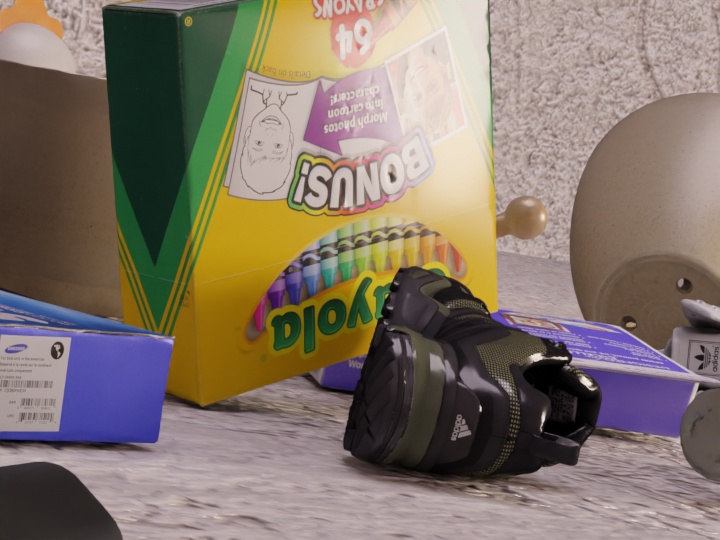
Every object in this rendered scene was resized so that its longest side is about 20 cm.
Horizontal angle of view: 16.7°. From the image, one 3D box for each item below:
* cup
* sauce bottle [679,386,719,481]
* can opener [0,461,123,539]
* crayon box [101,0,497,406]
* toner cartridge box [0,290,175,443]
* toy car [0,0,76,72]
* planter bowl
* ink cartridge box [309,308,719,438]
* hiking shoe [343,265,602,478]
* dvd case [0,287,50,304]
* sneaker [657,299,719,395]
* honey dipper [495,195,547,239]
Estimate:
[{"bbox_3d":[0.220,0.002,1.617,0.199,0.201,0.143,11,30,17],"label":"cup"},{"bbox_3d":[0.212,0.078,1.119,0.064,0.065,0.199,13,6,37],"label":"sauce bottle"},{"bbox_3d":[-0.091,0.072,0.423,0.066,0.053,0.200,46,11,8],"label":"can opener"},{"bbox_3d":[-0.021,-0.047,1.126,0.058,0.174,0.199,10,18,44],"label":"crayon box"},{"bbox_3d":[-0.175,0.025,0.939,0.199,0.043,0.095,13,3,39],"label":"toner cartridge box"},{"bbox_3d":[-0.285,-0.140,2.124,0.184,0.201,0.176,13,4,36],"label":"toy car"},{"bbox_3d":[-0.176,-0.047,1.401,0.199,0.136,0.200,10,3,0],"label":"planter bowl"},{"bbox_3d":[0.069,0.049,1.292,0.197,0.044,0.200,8,5,-10],"label":"ink cartridge box"},{"bbox_3d":[0.049,0.054,1.038,0.100,0.076,0.200,19,12,1],"label":"hiking shoe"},{"bbox_3d":[-0.248,0.008,1.245,0.148,0.016,0.200,7,6,-38],"label":"dvd case"},{"bbox_3d":[0.246,0.062,1.443,0.114,0.076,0.200,9,-2,-10],"label":"sneaker"},{"bbox_3d":[0.000,0.000,1.241,0.199,0.038,0.038,-17,6,-6],"label":"honey dipper"}]
